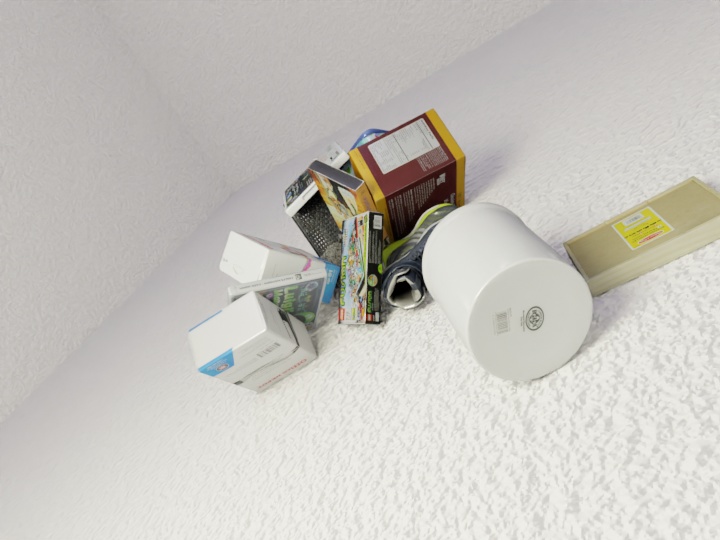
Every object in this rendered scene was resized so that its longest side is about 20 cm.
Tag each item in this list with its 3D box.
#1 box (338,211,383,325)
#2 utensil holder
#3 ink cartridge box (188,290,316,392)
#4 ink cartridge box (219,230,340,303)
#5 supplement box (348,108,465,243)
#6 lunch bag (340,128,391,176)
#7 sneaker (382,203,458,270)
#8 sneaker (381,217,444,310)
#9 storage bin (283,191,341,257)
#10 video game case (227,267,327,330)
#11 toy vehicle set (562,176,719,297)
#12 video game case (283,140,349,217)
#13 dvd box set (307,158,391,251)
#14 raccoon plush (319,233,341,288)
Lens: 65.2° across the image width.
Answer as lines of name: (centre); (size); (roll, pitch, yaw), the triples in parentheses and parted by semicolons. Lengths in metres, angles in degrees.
box: (0.000, 0.000, 1.057); (0.034, 0.205, 0.109); (6, -8, -29)
utensil holder: (0.184, 0.022, 0.735); (0.168, 0.171, 0.201); (-33, 23, 5)
ink cartridge box: (-0.189, 0.135, 1.017); (0.143, 0.200, 0.085); (-31, 60, 8)
ink cartridge box: (-0.162, -0.005, 1.140); (0.143, 0.198, 0.086); (23, 97, 42)
supplement box: (0.103, -0.188, 1.182); (0.197, 0.198, 0.134); (-27, 65, -2)
lunch bag: (0.058, -0.243, 1.283); (0.197, 0.083, 0.161); (-7, -30, -39)
sneaker: (0.130, -0.053, 1.132); (0.200, 0.074, 0.081); (-44, 27, 0)
sneaker: (0.119, -0.012, 1.012); (0.202, 0.077, 0.146); (-43, 8, 9)
storage bin: (-0.090, -0.099, 1.372); (0.093, 0.201, 0.135); (-37, 20, -5)
video game case: (-0.161, 0.075, 1.067); (0.178, 0.024, 0.201); (-12, -31, -20)
toy vehicle set: (0.385, -0.048, 0.762); (0.198, 0.027, 0.125); (-29, 22, 18)
video game case: (-0.106, -0.213, 1.282); (0.182, 0.023, 0.200); (-44, 20, 7)
dvd box set: (-0.019, -0.126, 1.143); (0.145, 0.201, 0.029); (32, 71, 36)
raccoon plush: (-0.066, -0.015, 1.301); (0.133, 0.097, 0.201); (-19, 32, 46)
